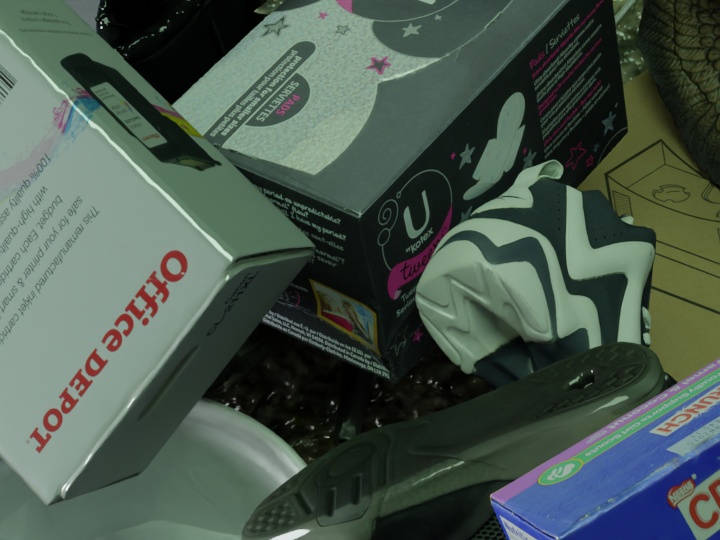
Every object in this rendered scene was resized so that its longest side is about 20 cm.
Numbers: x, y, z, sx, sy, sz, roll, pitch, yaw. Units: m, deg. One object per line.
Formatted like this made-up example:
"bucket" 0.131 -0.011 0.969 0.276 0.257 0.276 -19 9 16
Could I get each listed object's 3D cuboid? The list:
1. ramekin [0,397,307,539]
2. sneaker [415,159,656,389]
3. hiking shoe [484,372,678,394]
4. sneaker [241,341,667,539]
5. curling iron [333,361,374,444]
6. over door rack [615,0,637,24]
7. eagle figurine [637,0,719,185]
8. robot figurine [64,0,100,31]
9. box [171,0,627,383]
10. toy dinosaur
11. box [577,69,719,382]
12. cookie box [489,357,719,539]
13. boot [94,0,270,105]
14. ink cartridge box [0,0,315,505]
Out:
"ramekin" -0.104 0.165 1.055 0.200 0.105 0.200 -1 58 1
"sneaker" 0.112 0.037 1.055 0.199 0.079 0.130 51 45 -16
"hiking shoe" 0.092 0.040 1.132 0.101 0.076 0.200 -28 66 8
"sneaker" 0.052 0.114 0.981 0.199 0.114 0.076 -20 20 13
"curling iron" 0.000 0.000 1.201 0.049 0.026 0.200 -9 61 21
"over door rack" 0.077 -0.165 1.261 0.148 0.067 0.200 33 59 22
"eagle figurine" 0.198 -0.143 1.163 0.151 0.152 0.200 -27 51 37
"robot figurine" -0.159 -0.182 1.262 0.200 0.113 0.170 -7 17 0
"box" 0.017 -0.070 1.087 0.132 0.115 0.200 24 54 31
"toy dinosaur" -0.056 0.024 1.151 0.200 0.088 0.048 -42 102 -43
"box" 0.177 -0.015 1.203 0.163 0.021 0.200 -31 62 -14
"cookie box" 0.170 0.140 0.915 0.171 0.075 0.200 -28 106 -15
"boot" -0.104 -0.075 1.168 0.073 0.163 0.198 17 61 14
"ink cartridge box" -0.142 -0.019 1.006 0.200 0.083 0.146 44 110 15
